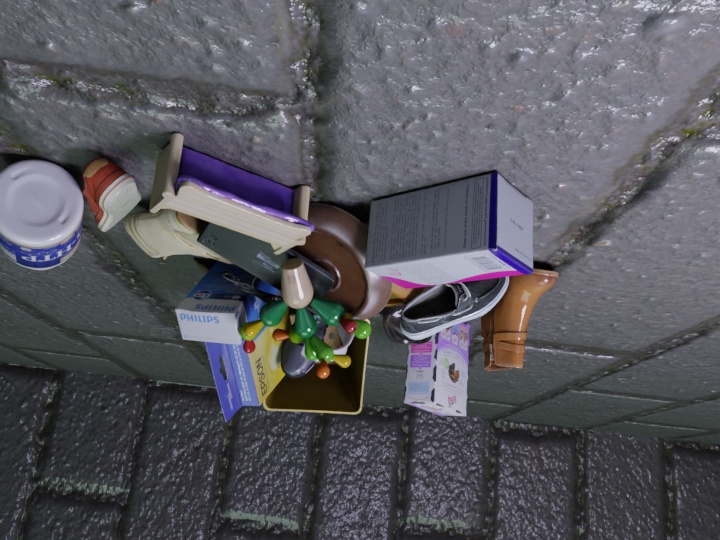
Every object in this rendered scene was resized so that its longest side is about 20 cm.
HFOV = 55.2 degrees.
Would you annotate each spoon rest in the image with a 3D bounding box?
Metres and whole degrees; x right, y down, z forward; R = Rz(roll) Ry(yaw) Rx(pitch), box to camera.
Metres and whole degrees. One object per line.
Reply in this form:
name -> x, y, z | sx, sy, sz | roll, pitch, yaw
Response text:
spoon rest -> -0.027, 0.103, 1.215 | 0.060, 0.200, 0.100 | 35, 127, 11

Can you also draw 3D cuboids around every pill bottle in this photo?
pill bottle -> -0.465, -0.068, 0.996 | 0.118, 0.122, 0.200 | 13, 162, -20

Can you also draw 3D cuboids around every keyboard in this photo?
keyboard -> -0.142, -0.004, 0.989 | 0.199, 0.021, 0.127 | 32, 129, -15

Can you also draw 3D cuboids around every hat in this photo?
hat -> 0.085, 0.092, 1.304 | 0.198, 0.082, 0.201 | 16, 153, 8

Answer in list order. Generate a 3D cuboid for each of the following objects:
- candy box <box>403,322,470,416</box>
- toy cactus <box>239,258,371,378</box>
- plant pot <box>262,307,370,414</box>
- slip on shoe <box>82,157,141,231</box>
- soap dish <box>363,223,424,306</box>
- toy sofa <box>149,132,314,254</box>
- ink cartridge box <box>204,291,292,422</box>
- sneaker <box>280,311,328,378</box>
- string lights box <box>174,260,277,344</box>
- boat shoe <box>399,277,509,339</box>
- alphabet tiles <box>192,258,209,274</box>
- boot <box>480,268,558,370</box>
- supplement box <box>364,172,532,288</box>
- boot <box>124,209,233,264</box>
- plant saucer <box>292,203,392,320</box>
candy box -> 0.165, 0.194, 1.450 | 0.071, 0.203, 0.167 | -5, 158, 31
toy cactus -> -0.089, 0.066, 0.977 | 0.197, 0.103, 0.167 | 3, 123, 20
plant pot -> -0.095, 0.161, 1.427 | 0.197, 0.203, 0.177 | 4, -165, -7
slip on shoe -> -0.349, -0.105, 0.954 | 0.061, 0.074, 0.200 | 45, 161, -6
soap dish -> 0.000, 0.000, 1.109 | 0.155, 0.082, 0.199 | -6, 158, 33
toy sofa -> -0.154, -0.096, 0.864 | 0.198, 0.084, 0.097 | 19, 153, -34
ink cartridge box -> -0.185, 0.129, 1.201 | 0.046, 0.200, 0.200 | 6, 122, 22
sneaker -> -0.093, 0.090, 1.233 | 0.073, 0.202, 0.088 | 18, 153, 16
string lights box -> -0.202, 0.034, 1.107 | 0.101, 0.201, 0.060 | 4, 121, 16
boat shoe -> 0.153, 0.047, 1.104 | 0.198, 0.073, 0.071 | -31, 154, -6
alphabet tiles -> -0.245, 0.050, 1.320 | 0.166, 0.006, 0.200 | 40, 168, 14
boot -> 0.266, 0.085, 1.154 | 0.073, 0.157, 0.200 | 11, 162, -13
supplement box -> 0.114, -0.045, 0.898 | 0.198, 0.105, 0.101 | -10, 157, 38
boot -> -0.248, -0.045, 1.068 | 0.154, 0.074, 0.199 | -8, 155, 37
plant saucer -> -0.048, -0.001, 1.006 | 0.198, 0.032, 0.202 | 16, 129, 21
